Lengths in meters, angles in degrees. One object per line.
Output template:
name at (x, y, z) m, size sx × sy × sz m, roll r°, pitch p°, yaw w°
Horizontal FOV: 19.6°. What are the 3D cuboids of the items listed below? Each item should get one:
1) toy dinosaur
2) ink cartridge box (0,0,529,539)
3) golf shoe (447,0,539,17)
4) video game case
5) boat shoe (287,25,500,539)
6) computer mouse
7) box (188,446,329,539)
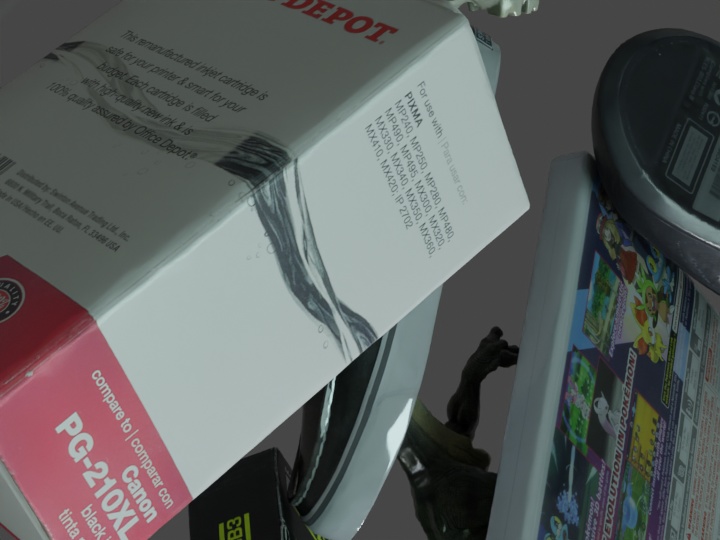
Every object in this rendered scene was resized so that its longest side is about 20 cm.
toy dinosaur at (0.049, 0.079, 0.880) m, size 0.088 × 0.047 × 0.201 m, roll -39°, pitch 124°, yaw -12°
ink cartridge box at (-0.066, -0.014, 0.681) m, size 0.200 × 0.144 × 0.085 m, roll -40°, pitch 129°, yaw -20°
golf shoe at (0.082, -0.153, 0.797) m, size 0.199 × 0.078 × 0.098 m, roll -13°, pitch 109°, yaw -36°
video game case at (0.117, 0.081, 0.884) m, size 0.182 × 0.023 × 0.201 m, roll 45°, pitch 46°, yaw -40°
boat shoe at (0.000, 0.000, 0.791) m, size 0.056 × 0.069 × 0.201 m, roll 16°, pitch 87°, yaw -10°
computer mouse at (0.168, -0.020, 0.887) m, size 0.200 × 0.053 × 0.139 m, roll 38°, pitch 64°, yaw -15°
box at (-0.003, 0.202, 0.794) m, size 0.047 × 0.194 × 0.201 m, roll -23°, pitch 127°, yaw 7°
